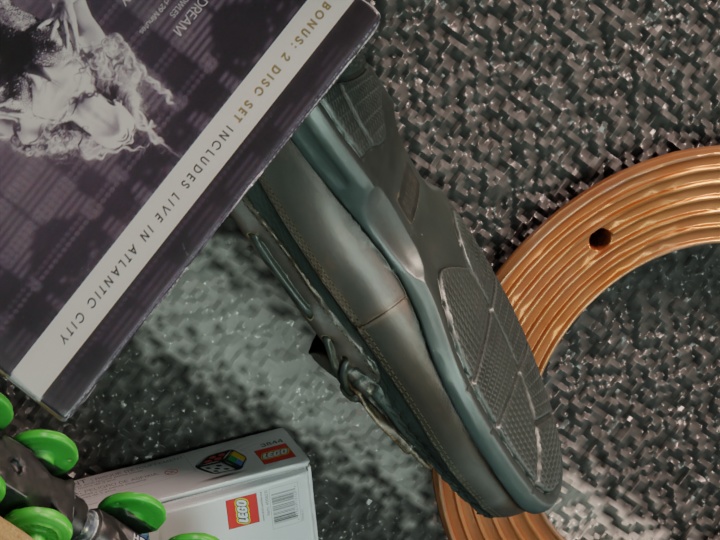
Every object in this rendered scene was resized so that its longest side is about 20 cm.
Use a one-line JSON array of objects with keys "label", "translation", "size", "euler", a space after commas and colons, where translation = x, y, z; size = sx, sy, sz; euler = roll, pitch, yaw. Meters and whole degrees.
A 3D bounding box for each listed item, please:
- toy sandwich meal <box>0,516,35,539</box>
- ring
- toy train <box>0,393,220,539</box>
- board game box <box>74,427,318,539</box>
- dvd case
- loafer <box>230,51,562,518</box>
[{"label": "toy sandwich meal", "translation": [-0.162, 0.128, 0.815], "size": [0.204, 0.070, 0.206], "euler": [9, 145, 6]}, {"label": "ring", "translation": [0.117, 0.048, 0.968], "size": [0.200, 0.019, 0.201], "euler": [-8, 116, -18]}, {"label": "toy train", "translation": [-0.117, 0.069, 0.818], "size": [0.056, 0.042, 0.200], "euler": [-28, 133, 29]}, {"label": "board game box", "translation": [-0.071, 0.163, 0.934], "size": [0.126, 0.035, 0.201], "euler": [-13, 116, -17]}, {"label": "dvd case", "translation": [-0.115, -0.077, 0.755], "size": [0.200, 0.016, 0.149], "euler": [38, 79, -1]}, {"label": "loafer", "translation": [0.000, 0.000, 0.877], "size": [0.063, 0.072, 0.200], "euler": [-20, 112, 23]}]
